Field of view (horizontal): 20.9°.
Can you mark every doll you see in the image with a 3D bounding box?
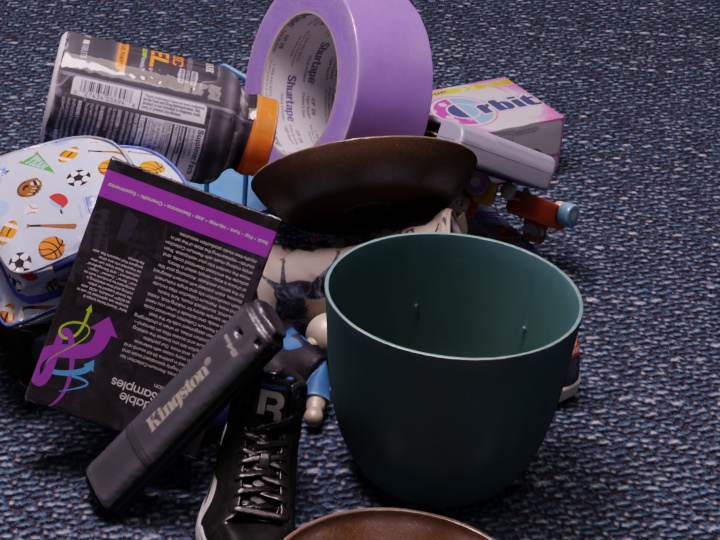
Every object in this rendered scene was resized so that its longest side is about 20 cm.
[{"bbox_3d":[-0.082,0.087,1.629,0.136,0.049,0.200,35,42,29],"label":"doll"}]

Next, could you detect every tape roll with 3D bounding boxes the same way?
[{"bbox_3d":[-0.023,-0.167,1.809,0.085,0.201,0.200,4,24,-34],"label":"tape roll"}]

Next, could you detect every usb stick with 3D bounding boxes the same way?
[{"bbox_3d":[-0.133,0.104,1.468,0.033,0.200,0.056,35,16,-37],"label":"usb stick"}]

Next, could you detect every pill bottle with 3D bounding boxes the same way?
[{"bbox_3d":[-0.173,-0.136,1.704,0.199,0.107,0.106,12,27,-10],"label":"pill bottle"}]

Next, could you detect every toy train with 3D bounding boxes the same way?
[{"bbox_3d":[0.100,-0.069,1.863,0.199,0.056,0.150,19,2,33],"label":"toy train"}]

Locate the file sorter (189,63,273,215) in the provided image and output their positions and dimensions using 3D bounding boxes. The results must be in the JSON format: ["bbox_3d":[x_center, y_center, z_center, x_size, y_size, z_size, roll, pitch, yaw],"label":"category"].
[{"bbox_3d":[-0.149,-0.125,1.934,0.199,0.123,0.139,-17,35,-34],"label":"file sorter"}]

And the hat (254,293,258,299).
[{"bbox_3d":[-0.172,-0.049,1.728,0.199,0.177,0.166,9,26,9],"label":"hat"}]

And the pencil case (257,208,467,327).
[{"bbox_3d":[0.000,0.000,1.709,0.199,0.078,0.089,-10,18,19],"label":"pencil case"}]

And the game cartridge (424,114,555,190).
[{"bbox_3d":[0.089,-0.118,1.842,0.133,0.041,0.200,22,0,-34],"label":"game cartridge"}]

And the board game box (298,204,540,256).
[{"bbox_3d":[0.053,-0.031,1.860,0.199,0.035,0.135,-1,28,-26],"label":"board game box"}]

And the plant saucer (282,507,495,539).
[{"bbox_3d":[0.028,0.240,1.373,0.199,0.037,0.201,5,28,-3],"label":"plant saucer"}]

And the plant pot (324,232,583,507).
[{"bbox_3d":[0.066,0.086,1.534,0.199,0.162,0.201,4,29,-2],"label":"plant pot"}]

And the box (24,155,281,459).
[{"bbox_3d":[-0.162,0.030,1.522,0.142,0.201,0.036,20,-4,-6],"label":"box"}]

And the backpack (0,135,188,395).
[{"bbox_3d":[-0.226,-0.023,1.625,0.190,0.154,0.201,-16,55,-16],"label":"backpack"}]

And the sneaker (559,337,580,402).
[{"bbox_3d":[0.112,0.040,1.709,0.199,0.085,0.075,23,33,31],"label":"sneaker"}]

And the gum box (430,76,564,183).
[{"bbox_3d":[0.101,-0.140,2.059,0.199,0.066,0.113,-13,34,-29],"label":"gum box"}]

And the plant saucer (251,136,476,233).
[{"bbox_3d":[0.005,-0.069,1.711,0.199,0.037,0.200,-5,-15,-1],"label":"plant saucer"}]

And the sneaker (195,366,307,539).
[{"bbox_3d":[-0.079,0.139,1.459,0.073,0.112,0.200,9,27,-8],"label":"sneaker"}]
